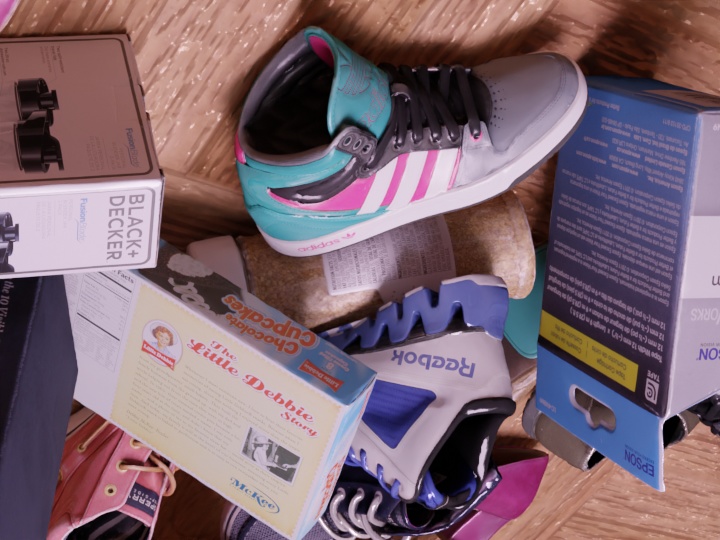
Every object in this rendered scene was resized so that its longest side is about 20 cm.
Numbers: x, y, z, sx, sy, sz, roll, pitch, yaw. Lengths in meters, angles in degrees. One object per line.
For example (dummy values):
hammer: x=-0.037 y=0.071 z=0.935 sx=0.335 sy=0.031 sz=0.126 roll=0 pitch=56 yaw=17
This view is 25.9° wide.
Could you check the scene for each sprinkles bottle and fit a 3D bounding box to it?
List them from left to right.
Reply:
sprinkles bottle: x=0.000 y=0.000 z=0.918 sx=0.198 sy=0.069 sz=0.069 roll=-11 pitch=137 yaw=-11

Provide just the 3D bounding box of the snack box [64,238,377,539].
snack box: x=-0.095 y=0.053 z=0.866 sx=0.037 sy=0.199 sz=0.117 roll=-45 pitch=162 yaw=-47

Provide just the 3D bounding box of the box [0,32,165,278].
box: x=-0.201 y=-0.053 z=0.751 sx=0.198 sy=0.117 sz=0.060 roll=-6 pitch=136 yaw=-17

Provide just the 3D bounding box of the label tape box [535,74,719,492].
label tape box: x=0.162 y=0.001 z=0.866 sx=0.066 sy=0.143 sz=0.202 roll=-2 pitch=104 yaw=-21

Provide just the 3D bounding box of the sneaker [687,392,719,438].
sneaker: x=0.231 y=0.093 z=1.014 sx=0.111 sy=0.201 sz=0.073 roll=-19 pitch=175 yaw=-23

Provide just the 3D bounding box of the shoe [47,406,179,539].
shoe: x=-0.129 y=0.110 z=0.966 sx=0.200 sy=0.091 sz=0.071 roll=-38 pitch=135 yaw=19

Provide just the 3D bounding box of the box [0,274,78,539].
box: x=-0.255 y=0.083 z=0.776 sx=0.195 sy=0.201 sz=0.124 roll=2 pitch=138 yaw=1

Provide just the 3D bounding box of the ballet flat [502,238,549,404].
ballet flat: x=0.109 y=0.046 z=1.019 sx=0.072 sy=0.068 sz=0.200 roll=-6 pitch=140 yaw=-45

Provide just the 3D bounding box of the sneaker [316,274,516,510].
sneaker: x=0.008 y=0.091 z=0.893 sx=0.198 sy=0.116 sz=0.080 roll=-27 pitch=155 yaw=26

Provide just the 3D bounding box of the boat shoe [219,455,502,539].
boat shoe: x=-0.002 y=0.139 z=0.971 sx=0.200 sy=0.093 sz=0.075 roll=-38 pitch=119 yaw=11

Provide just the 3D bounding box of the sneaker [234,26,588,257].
sneaker: x=0.017 y=-0.087 z=0.829 sx=0.199 sy=0.084 sz=0.121 roll=-24 pitch=147 yaw=7

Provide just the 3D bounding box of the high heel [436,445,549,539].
high heel: x=0.052 y=0.125 z=1.084 sx=0.200 sy=0.067 sz=0.096 roll=40 pitch=90 yaw=-33

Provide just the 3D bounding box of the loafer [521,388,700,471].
loafer: x=0.208 y=0.095 z=1.082 sx=0.199 sy=0.070 sz=0.076 roll=-16 pitch=140 yaw=-22

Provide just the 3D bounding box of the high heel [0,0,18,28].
high heel: x=-0.174 y=-0.175 z=0.651 sx=0.095 sy=0.067 sz=0.201 roll=5 pitch=128 yaw=-41
